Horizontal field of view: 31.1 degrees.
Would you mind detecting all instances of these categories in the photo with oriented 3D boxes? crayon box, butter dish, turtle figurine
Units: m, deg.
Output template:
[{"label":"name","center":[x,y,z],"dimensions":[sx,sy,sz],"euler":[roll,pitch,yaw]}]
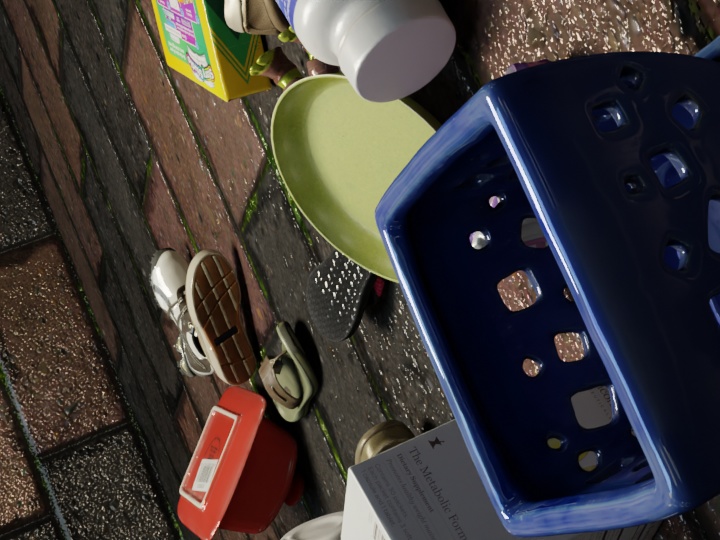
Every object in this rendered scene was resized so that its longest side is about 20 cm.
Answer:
[{"label":"crayon box","center":[-0.170,-0.287,1.370],"dimensions":[0.200,0.058,0.175],"euler":[37,144,57]},{"label":"butter dish","center":[-0.144,0.276,1.751],"dimensions":[0.202,0.146,0.200],"euler":[-67,20,-8]},{"label":"turtle figurine","center":[-0.013,-0.134,1.090],"dimensions":[0.162,0.064,0.200],"euler":[54,147,-1]}]

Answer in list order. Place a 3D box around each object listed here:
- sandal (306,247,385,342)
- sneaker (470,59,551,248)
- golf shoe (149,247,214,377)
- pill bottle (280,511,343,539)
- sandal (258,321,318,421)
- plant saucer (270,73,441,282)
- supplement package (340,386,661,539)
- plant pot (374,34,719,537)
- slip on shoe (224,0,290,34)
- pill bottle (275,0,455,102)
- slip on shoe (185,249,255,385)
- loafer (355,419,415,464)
[{"label":"sandal","center":[0.000,0.000,1.236],"dimensions":[0.076,0.045,0.201],"euler":[55,142,21]},{"label":"sneaker","center":[0.100,-0.065,0.852],"dimensions":[0.201,0.079,0.089],"euler":[116,137,-58]},{"label":"golf shoe","center":[-0.247,0.058,1.919],"dimensions":[0.094,0.077,0.203],"euler":[-12,100,53]},{"label":"pill bottle","center":[-0.020,0.406,1.572],"dimensions":[0.111,0.110,0.203],"euler":[-7,102,70]},{"label":"sandal","center":[-0.094,0.137,1.583],"dimensions":[0.080,0.057,0.202],"euler":[59,158,26]},{"label":"plant saucer","center":[0.017,-0.075,1.020],"dimensions":[0.198,0.031,0.202],"euler":[26,142,22]},{"label":"supplement package","center":[0.099,0.163,0.879],"dimensions":[0.114,0.198,0.110],"euler":[56,157,29]},{"label":"plant pot","center":[0.140,0.003,0.643],"dimensions":[0.202,0.178,0.200],"euler":[66,160,8]},{"label":"slip on shoe","center":[-0.087,-0.301,1.139],"dimensions":[0.060,0.076,0.202],"euler":[15,125,17]},{"label":"pill bottle","center":[-0.013,-0.221,0.935],"dimensions":[0.201,0.111,0.113],"euler":[60,159,25]},{"label":"slip on shoe","center":[-0.193,0.059,1.734],"dimensions":[0.060,0.076,0.202],"euler":[31,145,51]},{"label":"loafer","center":[0.053,0.236,1.274],"dimensions":[0.067,0.075,0.202],"euler":[35,151,56]}]
